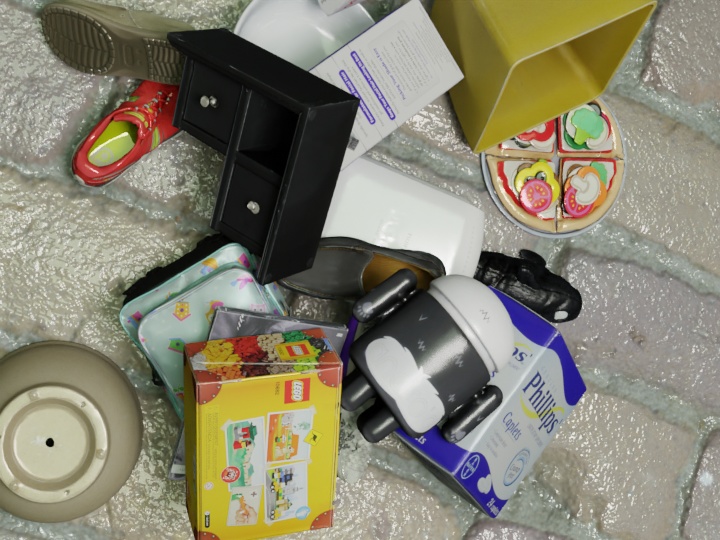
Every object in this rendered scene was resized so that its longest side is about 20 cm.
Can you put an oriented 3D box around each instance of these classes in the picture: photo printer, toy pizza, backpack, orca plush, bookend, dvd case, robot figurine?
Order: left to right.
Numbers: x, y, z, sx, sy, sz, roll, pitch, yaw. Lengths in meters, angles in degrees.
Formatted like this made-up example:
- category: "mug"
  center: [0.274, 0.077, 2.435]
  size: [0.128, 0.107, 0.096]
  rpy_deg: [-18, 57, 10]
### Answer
- category: "backpack"
  center: [-0.153, 0.083, 1.241]
  size: [0.174, 0.153, 0.202]
  rpy_deg: [-31, 109, -5]
- category: "bookend"
  center: [-0.125, -0.126, 1.190]
  size: [0.199, 0.092, 0.201]
  rpy_deg: [31, 118, 25]
- category: "dvd case"
  center: [-0.109, 0.139, 1.180]
  size: [0.147, 0.016, 0.202]
  rpy_deg: [9, 112, -26]
- category: "photo printer"
  center: [0.041, -0.030, 1.316]
  size: [0.198, 0.069, 0.168]
  rpy_deg: [23, 88, -3]
- category: "robot figurine"
  center: [0.067, 0.093, 1.171]
  size: [0.199, 0.125, 0.151]
  rpy_deg: [-38, 135, -5]
- category: "orca plush"
  center: [0.187, -0.003, 1.355]
  size: [0.199, 0.071, 0.105]
  rpy_deg: [38, 64, 3]
- category: "toy pizza"
  center: [0.247, -0.142, 1.403]
  size: [0.197, 0.032, 0.203]
  rpy_deg: [0, 88, -13]

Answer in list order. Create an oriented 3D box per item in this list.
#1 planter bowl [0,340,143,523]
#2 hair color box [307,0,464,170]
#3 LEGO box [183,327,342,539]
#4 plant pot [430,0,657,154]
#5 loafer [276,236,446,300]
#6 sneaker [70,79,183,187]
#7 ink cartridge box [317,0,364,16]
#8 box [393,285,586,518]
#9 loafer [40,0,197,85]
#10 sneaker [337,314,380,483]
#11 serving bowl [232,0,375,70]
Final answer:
- category: "planter bowl"
  center: [-0.331, 0.180, 1.205]
  size: [0.197, 0.135, 0.204]
  rpy_deg: [0, 89, -13]
- category: "hair color box"
  center: [0.010, -0.207, 1.268]
  size: [0.199, 0.065, 0.110]
  rpy_deg: [-38, 102, -23]
- category: "LEGO box"
  center: [-0.102, 0.172, 1.143]
  size: [0.147, 0.077, 0.203]
  rpy_deg: [-5, 117, -18]
- category: "plant pot"
  center: [0.188, -0.289, 1.308]
  size: [0.198, 0.200, 0.178]
  rpy_deg: [-26, 73, -18]
- category: "loafer"
  center: [0.000, 0.000, 1.243]
  size: [0.197, 0.072, 0.074]
  rpy_deg: [0, 93, -1]
- category: "sneaker"
  center: [-0.243, -0.167, 1.259]
  size: [0.077, 0.085, 0.200]
  rpy_deg: [44, 80, -9]
- category: "ink cartridge box"
  center: [0.045, -0.381, 1.268]
  size: [0.199, 0.146, 0.085]
  rpy_deg: [-31, 93, -36]
- category: "box"
  center: [0.151, 0.155, 1.288]
  size: [0.104, 0.184, 0.201]
  rpy_deg: [31, 79, 32]
- category: "loafer"
  center: [-0.263, -0.258, 1.252]
  size: [0.198, 0.068, 0.076]
  rpy_deg: [19, 125, 12]
- category: "sneaker"
  center: [-0.031, 0.130, 1.261]
  size: [0.069, 0.098, 0.203]
  rpy_deg: [31, 68, -53]
- category: "serving bowl"
  center: [-0.067, -0.230, 1.305]
  size: [0.197, 0.066, 0.203]
  rpy_deg: [2, 85, -24]
